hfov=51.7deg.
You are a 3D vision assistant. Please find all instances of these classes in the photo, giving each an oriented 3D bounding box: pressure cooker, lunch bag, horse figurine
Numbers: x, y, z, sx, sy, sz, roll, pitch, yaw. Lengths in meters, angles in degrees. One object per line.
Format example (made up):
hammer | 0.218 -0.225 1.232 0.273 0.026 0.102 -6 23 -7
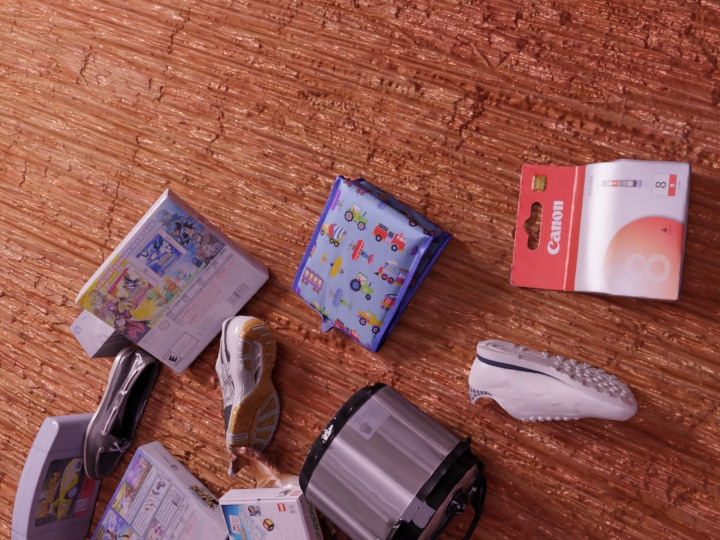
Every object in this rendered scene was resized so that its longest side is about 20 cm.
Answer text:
pressure cooker | 0.046 0.256 0.885 0.199 0.178 0.177 34 93 20
lunch bag | 0.000 0.000 0.982 0.150 0.094 0.201 34 105 17
horse figurine | -0.089 0.314 0.985 0.198 0.050 0.134 13 102 19

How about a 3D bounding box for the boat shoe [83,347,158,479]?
boat shoe | -0.350 0.214 1.089 0.056 0.067 0.202 14 86 25

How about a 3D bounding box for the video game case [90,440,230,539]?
video game case | -0.280 0.377 1.046 0.181 0.045 0.201 36 105 18

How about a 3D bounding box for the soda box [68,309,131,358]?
soda box | -0.336 0.039 1.101 0.200 0.068 0.063 -47 72 9

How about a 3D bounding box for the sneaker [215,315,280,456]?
sneaker | -0.162 0.160 1.035 0.087 0.075 0.202 14 100 50

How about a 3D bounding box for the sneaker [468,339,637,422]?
sneaker | 0.228 0.148 0.895 0.198 0.076 0.081 16 101 25

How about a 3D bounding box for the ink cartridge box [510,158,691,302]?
ink cartridge box | 0.287 -0.053 0.899 0.198 0.050 0.164 6 86 17

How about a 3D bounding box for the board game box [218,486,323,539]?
board game box | -0.100 0.380 0.961 0.125 0.035 0.202 -10 100 27

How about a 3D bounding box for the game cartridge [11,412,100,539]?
game cartridge | -0.433 0.310 1.073 0.041 0.133 0.202 13 90 27

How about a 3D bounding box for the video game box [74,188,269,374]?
video game box | -0.260 0.019 1.034 0.182 0.047 0.200 40 100 -24
